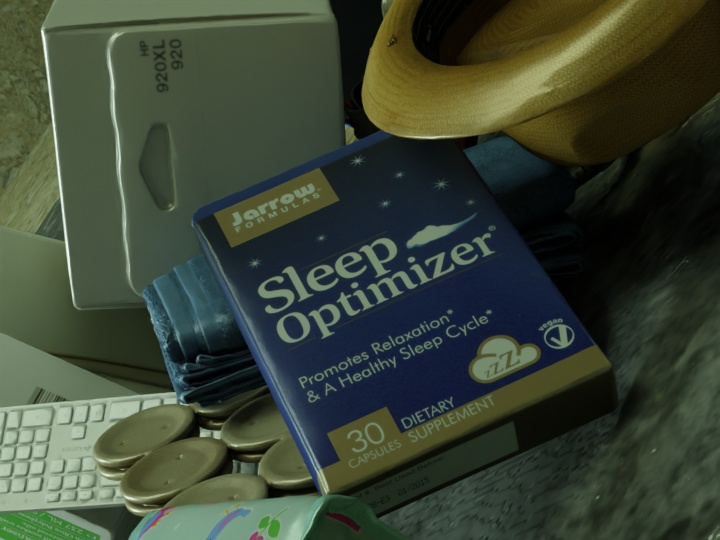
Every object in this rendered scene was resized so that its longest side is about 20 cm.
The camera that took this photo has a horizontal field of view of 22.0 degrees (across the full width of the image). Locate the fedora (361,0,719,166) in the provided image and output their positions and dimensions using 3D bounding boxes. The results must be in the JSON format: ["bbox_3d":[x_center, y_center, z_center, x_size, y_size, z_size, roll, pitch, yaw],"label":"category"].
[{"bbox_3d":[0.094,-0.103,0.777,0.200,0.082,0.201,-31,31,21],"label":"fedora"}]

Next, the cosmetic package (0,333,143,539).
[{"bbox_3d":[-0.174,0.135,1.005,0.200,0.107,0.085,109,-176,-51],"label":"cosmetic package"}]

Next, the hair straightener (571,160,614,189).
[{"bbox_3d":[0.112,-0.115,0.928,0.041,0.077,0.201,109,-179,-53],"label":"hair straightener"}]

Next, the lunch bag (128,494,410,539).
[{"bbox_3d":[-0.046,0.184,0.623,0.170,0.122,0.201,-16,46,63],"label":"lunch bag"}]

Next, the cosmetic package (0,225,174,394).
[{"bbox_3d":[-0.143,0.039,1.054,0.103,0.199,0.073,-28,53,58],"label":"cosmetic package"}]

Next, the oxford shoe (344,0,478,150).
[{"bbox_3d":[0.027,-0.075,0.972,0.200,0.074,0.071,105,179,-46],"label":"oxford shoe"}]

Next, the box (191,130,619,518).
[{"bbox_3d":[0.007,0.006,0.768,0.121,0.032,0.200,-24,45,-7],"label":"box"}]

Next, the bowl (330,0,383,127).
[{"bbox_3d":[0.015,-0.170,1.083,0.201,0.200,0.039,-42,19,32],"label":"bowl"}]

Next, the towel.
[{"bbox_3d":[0.000,0.000,0.855,0.199,0.049,0.112,-22,21,-5],"label":"towel"}]

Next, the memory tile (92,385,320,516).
[{"bbox_3d":[-0.014,0.058,0.812,0.199,0.017,0.153,-26,22,-16],"label":"memory tile"}]

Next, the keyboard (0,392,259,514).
[{"bbox_3d":[-0.090,0.083,0.875,0.199,0.011,0.057,-6,64,16],"label":"keyboard"}]

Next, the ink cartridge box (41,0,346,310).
[{"bbox_3d":[-0.083,-0.084,0.982,0.200,0.144,0.148,-100,6,-69],"label":"ink cartridge box"}]
